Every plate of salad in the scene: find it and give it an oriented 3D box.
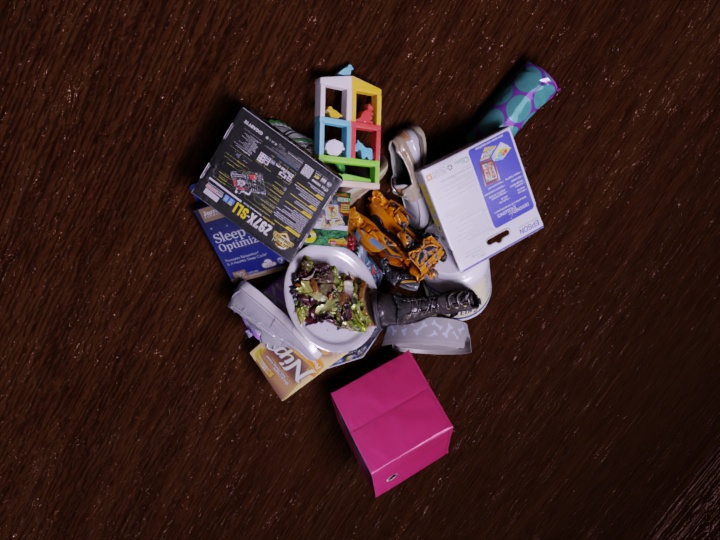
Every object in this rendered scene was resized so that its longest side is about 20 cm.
[{"bbox_3d":[-0.044,0.043,1.203,0.195,0.207,0.048,5,161,-31],"label":"plate of salad"}]

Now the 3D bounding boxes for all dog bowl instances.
[{"bbox_3d":[0.143,0.140,1.439,0.195,0.198,0.061,11,75,-33],"label":"dog bowl"}]

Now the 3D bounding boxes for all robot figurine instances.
[{"bbox_3d":[0.069,-0.056,1.246,0.145,0.199,0.059,-41,162,-31],"label":"robot figurine"}]

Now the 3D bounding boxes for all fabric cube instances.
[{"bbox_3d":[0.068,0.336,1.468,0.195,0.203,0.198,-25,151,-11],"label":"fabric cube"}]

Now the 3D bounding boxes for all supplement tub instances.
[{"bbox_3d":[0.191,-0.002,1.363,0.143,0.146,0.201,-34,150,-5],"label":"supplement tub"}]

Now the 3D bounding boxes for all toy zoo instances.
[{"bbox_3d":[-0.021,-0.246,1.150,0.128,0.020,0.207,1,92,-36],"label":"toy zoo"}]

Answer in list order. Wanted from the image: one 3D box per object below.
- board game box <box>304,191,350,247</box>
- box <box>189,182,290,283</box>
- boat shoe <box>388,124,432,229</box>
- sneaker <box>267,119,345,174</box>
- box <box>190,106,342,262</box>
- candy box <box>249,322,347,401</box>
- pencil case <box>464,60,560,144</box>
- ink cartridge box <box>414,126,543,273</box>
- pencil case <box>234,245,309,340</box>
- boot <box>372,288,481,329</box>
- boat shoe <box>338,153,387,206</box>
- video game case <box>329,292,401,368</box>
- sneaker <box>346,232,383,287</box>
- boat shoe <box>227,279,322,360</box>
[{"bbox_3d":[-0.116,-0.095,1.189,0.193,0.024,0.107,4,130,-2],"label":"board game box"},{"bbox_3d":[-0.208,-0.073,1.174,0.117,0.033,0.203,-14,126,11],"label":"box"},{"bbox_3d":[0.090,-0.167,1.279,0.067,0.074,0.206,-27,119,-31],"label":"boat shoe"},{"bbox_3d":[-0.109,-0.199,1.147,0.195,0.085,0.080,5,117,-30],"label":"sneaker"},{"bbox_3d":[-0.148,-0.138,1.086,0.197,0.049,0.162,34,102,-8],"label":"box"},{"bbox_3d":[-0.109,0.146,1.279,0.199,0.117,0.055,-39,176,30],"label":"candy box"},{"bbox_3d":[0.291,-0.300,1.303,0.092,0.085,0.201,36,100,-15],"label":"pencil case"},{"bbox_3d":[0.223,-0.132,1.253,0.194,0.047,0.205,-26,104,-12],"label":"ink cartridge box"},{"bbox_3d":[-0.146,0.043,1.284,0.198,0.084,0.086,-38,106,-4],"label":"pencil case"},{"bbox_3d":[0.125,0.060,1.243,0.170,0.072,0.198,-11,173,27],"label":"boot"},{"bbox_3d":[-0.033,-0.144,1.243,0.196,0.073,0.077,-28,141,2],"label":"boat shoe"},{"bbox_3d":[-0.017,0.127,1.371,0.197,0.023,0.184,-9,138,-52],"label":"video game case"},{"bbox_3d":[0.000,0.000,1.350,0.094,0.079,0.204,-22,135,-29],"label":"sneaker"},{"bbox_3d":[-0.156,0.102,1.200,0.199,0.072,0.069,40,87,5],"label":"boat shoe"}]
